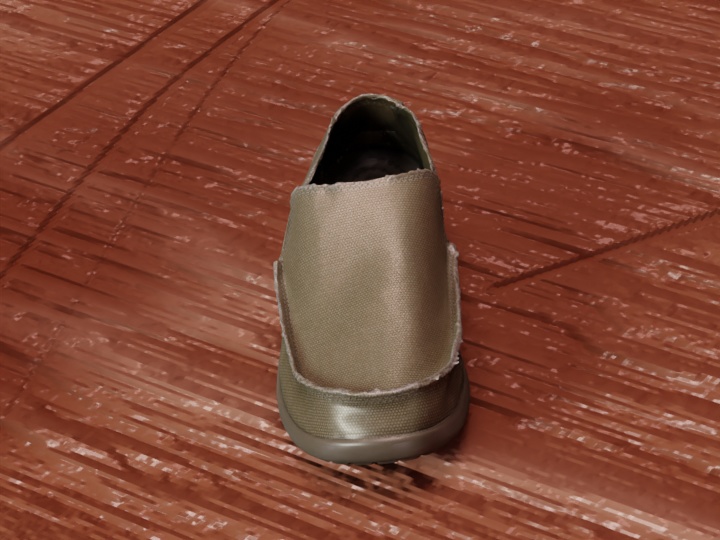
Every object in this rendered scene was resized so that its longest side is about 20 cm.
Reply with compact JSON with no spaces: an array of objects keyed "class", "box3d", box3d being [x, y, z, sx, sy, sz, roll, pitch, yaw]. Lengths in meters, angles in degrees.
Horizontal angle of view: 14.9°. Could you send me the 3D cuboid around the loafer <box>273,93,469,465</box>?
[{"class":"loafer","box3d":[0.000,0.000,1.045,0.076,0.068,0.200,-8,32,1]}]
